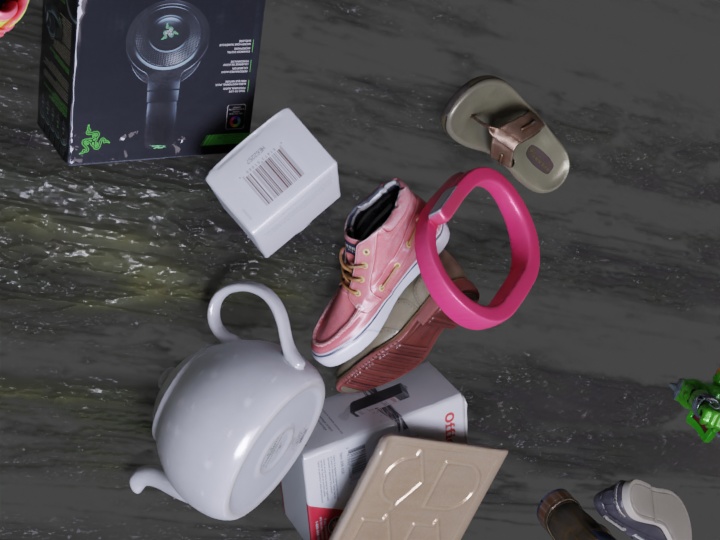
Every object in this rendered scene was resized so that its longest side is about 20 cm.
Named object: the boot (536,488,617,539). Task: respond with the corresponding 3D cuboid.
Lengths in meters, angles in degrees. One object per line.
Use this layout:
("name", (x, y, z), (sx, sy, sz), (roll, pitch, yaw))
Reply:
("boot", (0.300, 0.365, 2.000), (0.075, 0.097, 0.200), (-44, 131, 0))

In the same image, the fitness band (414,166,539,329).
("fitness band", (0.123, -0.023, 1.618), (0.144, 0.037, 0.200), (58, 38, -14))

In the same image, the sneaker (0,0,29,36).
("sneaker", (-0.317, -0.211, 1.270), (0.078, 0.090, 0.200), (16, 110, -39))

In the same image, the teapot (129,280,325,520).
("teapot", (-0.139, 0.139, 1.569), (0.200, 0.146, 0.198), (-48, 161, -24))

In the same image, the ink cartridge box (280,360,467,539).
("ink cartridge box", (0.014, 0.205, 1.734), (0.200, 0.084, 0.145), (-18, 127, -20))

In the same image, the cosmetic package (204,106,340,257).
("cosmetic package", (-0.077, -0.077, 1.438), (0.102, 0.200, 0.074), (-40, 87, -5))

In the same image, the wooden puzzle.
("wooden puzzle", (0.049, 0.257, 1.707), (0.200, 0.046, 0.185), (10, 114, -41))

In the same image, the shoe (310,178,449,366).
("shoe", (0.000, 0.000, 1.613), (0.200, 0.071, 0.091), (-49, 130, -3))

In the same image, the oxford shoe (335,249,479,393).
("oxford shoe", (0.042, 0.057, 1.676), (0.200, 0.075, 0.070), (-41, 147, 22))

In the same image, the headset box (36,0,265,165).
("headset box", (-0.184, -0.192, 1.362), (0.174, 0.093, 0.200), (-6, 122, -28))

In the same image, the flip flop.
("flip flop", (0.161, -0.135, 1.631), (0.081, 0.058, 0.200), (-50, 131, 5))

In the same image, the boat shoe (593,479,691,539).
("boat shoe", (0.376, 0.324, 2.062), (0.063, 0.073, 0.200), (-15, 148, 33))

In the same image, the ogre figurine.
("ogre figurine", (0.470, 0.183, 1.977), (0.200, 0.120, 0.098), (-3, 115, -32))
